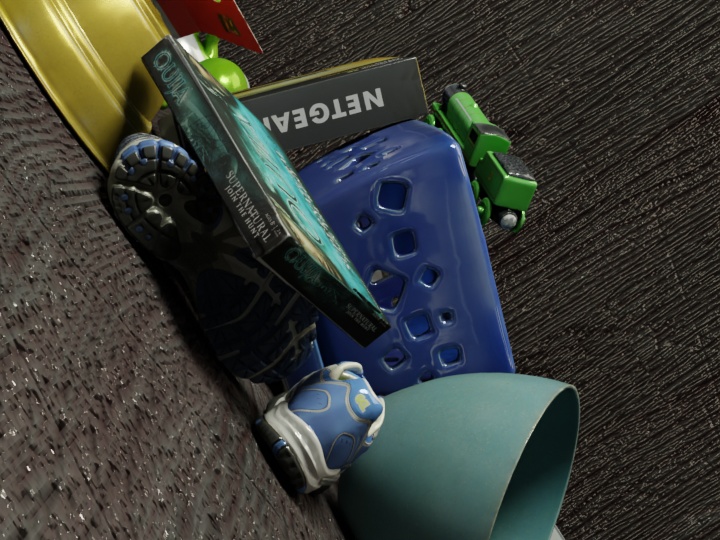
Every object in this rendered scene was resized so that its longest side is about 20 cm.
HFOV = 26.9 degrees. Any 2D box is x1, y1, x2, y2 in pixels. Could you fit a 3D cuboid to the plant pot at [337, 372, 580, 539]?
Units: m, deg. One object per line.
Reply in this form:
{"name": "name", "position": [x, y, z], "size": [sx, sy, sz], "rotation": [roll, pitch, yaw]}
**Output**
{"name": "plant pot", "position": [0.062, 0.159, 1.105], "size": [0.134, 0.201, 0.200], "rotation": [18, -17, 21]}

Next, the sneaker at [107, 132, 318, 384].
{"name": "sneaker", "position": [-0.095, -0.014, 0.985], "size": [0.200, 0.077, 0.085], "rotation": [58, -4, -29]}

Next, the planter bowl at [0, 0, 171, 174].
{"name": "planter bowl", "position": [-0.180, -0.164, 1.031], "size": [0.201, 0.083, 0.200], "rotation": [58, 0, 0]}

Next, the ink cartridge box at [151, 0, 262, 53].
{"name": "ink cartridge box", "position": [-0.182, -0.218, 1.097], "size": [0.199, 0.047, 0.160], "rotation": [23, -22, 34]}

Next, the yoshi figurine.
{"name": "yoshi figurine", "position": [-0.166, -0.201, 1.440], "size": [0.200, 0.113, 0.112], "rotation": [43, 33, 17]}

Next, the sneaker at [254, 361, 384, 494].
{"name": "sneaker", "position": [-0.019, 0.104, 1.023], "size": [0.076, 0.077, 0.200], "rotation": [56, -1, -2]}

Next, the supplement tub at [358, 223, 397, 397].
{"name": "supplement tub", "position": [-0.005, 0.050, 1.390], "size": [0.123, 0.122, 0.201], "rotation": [-117, -169, -83]}

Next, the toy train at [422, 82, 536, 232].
{"name": "toy train", "position": [0.094, -0.096, 1.221], "size": [0.041, 0.057, 0.200], "rotation": [10, 26, -20]}

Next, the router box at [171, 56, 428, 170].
{"name": "router box", "position": [-0.058, -0.140, 1.319], "size": [0.157, 0.199, 0.053], "rotation": [-151, -134, -74]}

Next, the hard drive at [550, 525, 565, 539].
{"name": "hard drive", "position": [0.133, 0.288, 1.328], "size": [0.132, 0.027, 0.201], "rotation": [-122, -147, -51]}

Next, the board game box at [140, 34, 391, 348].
{"name": "board game box", "position": [-0.061, -0.052, 0.969], "size": [0.135, 0.028, 0.200], "rotation": [42, 12, -52]}

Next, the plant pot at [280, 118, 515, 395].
{"name": "plant pot", "position": [0.000, 0.000, 1.223], "size": [0.200, 0.179, 0.201], "rotation": [-126, -159, -76]}

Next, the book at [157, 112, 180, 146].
{"name": "book", "position": [-0.140, -0.065, 1.457], "size": [0.134, 0.048, 0.200], "rotation": [63, -3, -29]}
